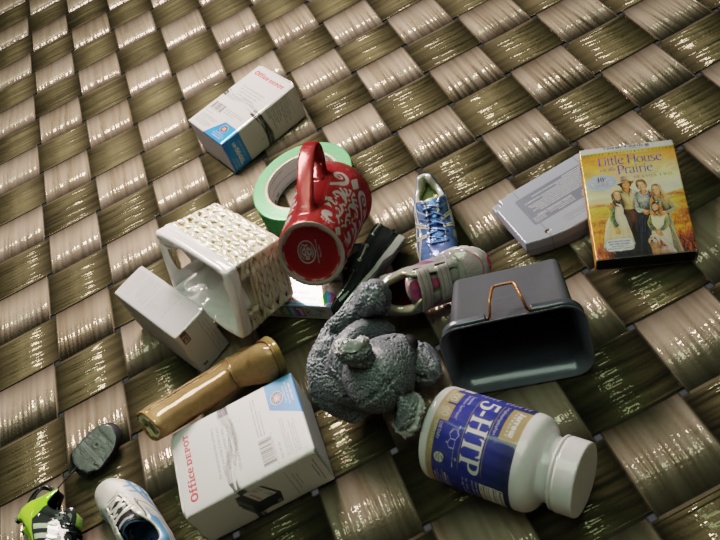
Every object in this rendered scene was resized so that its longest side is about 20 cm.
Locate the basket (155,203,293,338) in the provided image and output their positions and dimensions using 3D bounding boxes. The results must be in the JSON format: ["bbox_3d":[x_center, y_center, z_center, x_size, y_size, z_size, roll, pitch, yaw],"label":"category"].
[{"bbox_3d":[-0.216,-0.008,1.362,0.123,0.138,0.198,-36,44,-30],"label":"basket"}]

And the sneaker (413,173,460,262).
[{"bbox_3d":[0.116,-0.073,1.368,0.074,0.078,0.202,-17,47,7],"label":"sneaker"}]

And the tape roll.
[{"bbox_3d":[-0.101,-0.151,1.562,0.196,0.049,0.203,-14,45,14],"label":"tape roll"}]

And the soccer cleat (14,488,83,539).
[{"bbox_3d":[-0.428,0.392,1.207,0.080,0.068,0.199,-34,47,-17],"label":"soccer cleat"}]

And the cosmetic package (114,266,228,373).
[{"bbox_3d":[-0.318,0.079,1.417,0.198,0.102,0.074,26,65,38],"label":"cosmetic package"}]

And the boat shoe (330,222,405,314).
[{"bbox_3d":[0.000,0.000,1.342,0.060,0.076,0.200,32,47,9],"label":"boat shoe"}]

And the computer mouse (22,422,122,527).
[{"bbox_3d":[-0.446,0.321,1.313,0.058,0.034,0.200,39,77,17],"label":"computer mouse"}]

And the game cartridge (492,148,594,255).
[{"bbox_3d":[0.322,-0.107,1.332,0.197,0.041,0.134,-30,41,-2],"label":"game cartridge"}]

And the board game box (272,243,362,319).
[{"bbox_3d":[-0.099,0.014,1.420,0.196,0.034,0.136,2,51,26],"label":"board game box"}]

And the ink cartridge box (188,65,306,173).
[{"bbox_3d":[-0.232,-0.316,1.744,0.199,0.085,0.145,-40,46,-14],"label":"ink cartridge box"}]

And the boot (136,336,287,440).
[{"bbox_3d":[-0.216,0.179,1.237,0.198,0.067,0.175,-30,1,-29],"label":"boot"}]

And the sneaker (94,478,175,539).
[{"bbox_3d":[-0.324,0.351,1.195,0.072,0.073,0.199,-45,46,-16],"label":"sneaker"}]

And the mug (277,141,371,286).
[{"bbox_3d":[-0.074,-0.088,1.333,0.133,0.178,0.201,-34,19,25],"label":"mug"}]

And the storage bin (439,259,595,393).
[{"bbox_3d":[0.209,0.061,1.170,0.196,0.147,0.136,-13,35,13],"label":"storage bin"}]

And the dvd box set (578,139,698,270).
[{"bbox_3d":[0.408,-0.100,1.253,0.143,0.030,0.204,-5,58,10],"label":"dvd box set"}]

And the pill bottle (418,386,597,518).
[{"bbox_3d":[0.181,0.226,1.037,0.197,0.121,0.121,12,56,33],"label":"pill bottle"}]

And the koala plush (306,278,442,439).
[{"bbox_3d":[0.019,0.135,1.117,0.183,0.178,0.200,-39,11,-5],"label":"koala plush"}]

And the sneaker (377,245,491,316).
[{"bbox_3d":[0.102,0.024,1.263,0.197,0.083,0.088,-22,2,13],"label":"sneaker"}]

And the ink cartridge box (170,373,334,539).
[{"bbox_3d":[-0.153,0.261,1.186,0.197,0.084,0.146,-27,44,1],"label":"ink cartridge box"}]
